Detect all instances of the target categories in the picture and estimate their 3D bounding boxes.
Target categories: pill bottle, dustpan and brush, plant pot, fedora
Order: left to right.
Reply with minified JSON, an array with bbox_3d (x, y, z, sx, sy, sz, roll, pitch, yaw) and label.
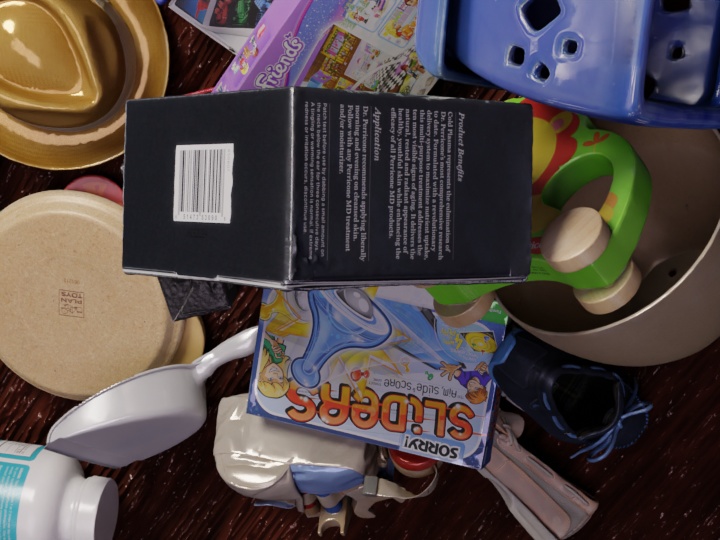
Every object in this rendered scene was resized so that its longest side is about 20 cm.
[{"bbox_3d":[-0.321,0.207,1.361,0.200,0.111,0.111,7,113,9],"label":"pill bottle"},{"bbox_3d":[-0.248,-0.170,1.191,0.200,0.082,0.201,0,102,-1],"label":"fedora"},{"bbox_3d":[-0.155,0.102,1.292,0.200,0.140,0.057,-21,69,14],"label":"dustpan and brush"},{"bbox_3d":[0.150,-0.203,1.032,0.180,0.200,0.200,10,98,30],"label":"plant pot"},{"bbox_3d":[0.213,-0.006,1.146,0.200,0.200,0.134,-31,132,20],"label":"plant pot"}]

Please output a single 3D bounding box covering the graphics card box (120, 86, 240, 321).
[{"bbox_3d":[-0.121,-0.057,1.168,0.051,0.200,0.126,-12,108,11],"label":"graphics card box"}]

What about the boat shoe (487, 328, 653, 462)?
[{"bbox_3d":[0.172,0.109,1.192,0.069,0.200,0.084,32,97,43],"label":"boat shoe"}]

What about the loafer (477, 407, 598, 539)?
[{"bbox_3d":[0.123,0.148,1.281,0.063,0.072,0.200,-38,108,5],"label":"loafer"}]

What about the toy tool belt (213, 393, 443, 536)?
[{"bbox_3d":[-0.020,0.160,1.296,0.200,0.125,0.123,2,153,12],"label":"toy tool belt"}]

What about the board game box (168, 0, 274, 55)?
[{"bbox_3d":[-0.042,-0.248,1.166,0.126,0.035,0.200,35,114,-5],"label":"board game box"}]

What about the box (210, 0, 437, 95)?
[{"bbox_3d":[-0.003,-0.174,1.155,0.137,0.039,0.200,23,118,-31],"label":"box"}]

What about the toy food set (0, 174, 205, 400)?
[{"bbox_3d":[-0.237,0.019,1.304,0.200,0.049,0.198,-8,110,14],"label":"toy food set"}]

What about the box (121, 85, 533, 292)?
[{"bbox_3d":[-0.024,-0.053,1.008,0.200,0.196,0.124,4,93,52],"label":"box"}]

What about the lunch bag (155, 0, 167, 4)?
[{"bbox_3d":[-0.177,-0.328,1.115,0.200,0.124,0.170,31,115,-11],"label":"lunch bag"}]

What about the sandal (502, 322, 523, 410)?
[{"bbox_3d":[0.103,0.031,1.239,0.050,0.082,0.203,-42,99,-23],"label":"sandal"}]

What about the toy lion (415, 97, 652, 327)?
[{"bbox_3d":[0.124,-0.056,1.120,0.200,0.192,0.069,-7,138,41],"label":"toy lion"}]

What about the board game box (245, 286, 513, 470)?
[{"bbox_3d":[0.015,0.068,1.209,0.200,0.034,0.136,11,100,16],"label":"board game box"}]
